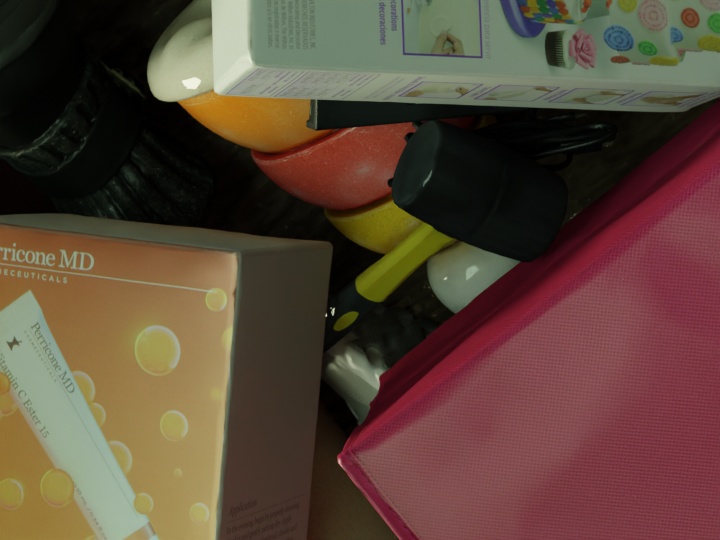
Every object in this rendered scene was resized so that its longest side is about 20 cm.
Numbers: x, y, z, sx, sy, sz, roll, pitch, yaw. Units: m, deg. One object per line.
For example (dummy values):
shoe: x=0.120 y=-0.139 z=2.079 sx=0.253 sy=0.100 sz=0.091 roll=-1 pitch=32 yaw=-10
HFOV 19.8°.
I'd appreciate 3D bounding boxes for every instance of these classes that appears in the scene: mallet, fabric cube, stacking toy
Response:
mallet: x=0.000 y=0.000 z=0.867 sx=0.066 sy=0.041 sz=0.200 roll=29 pitch=140 yaw=-26
fabric cube: x=0.135 y=0.069 z=0.807 sx=0.199 sy=0.200 sz=0.196 roll=-40 pitch=92 yaw=8
stacking toy: x=0.014 y=-0.055 z=0.909 sx=0.146 sy=0.146 sz=0.200 roll=-25 pitch=110 yaw=27

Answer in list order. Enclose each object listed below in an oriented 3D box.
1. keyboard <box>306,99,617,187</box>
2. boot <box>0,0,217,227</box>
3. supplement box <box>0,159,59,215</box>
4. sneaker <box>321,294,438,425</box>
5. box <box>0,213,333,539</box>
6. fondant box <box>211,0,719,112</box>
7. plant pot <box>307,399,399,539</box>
keyboard: x=0.078 y=-0.082 z=0.840 sx=0.199 sy=0.040 sz=0.104 roll=-7 pitch=121 yaw=-18
boot: x=-0.128 y=-0.065 z=0.905 sx=0.079 sy=0.211 sz=0.158 roll=-38 pitch=108 yaw=-2
supplement box: x=-0.286 y=-0.025 z=1.027 sx=0.197 sy=0.133 sz=0.200 roll=-36 pitch=90 yaw=28
sneaker: x=0.039 y=0.092 z=0.957 sx=0.200 sy=0.075 sz=0.082 roll=41 pitch=115 yaw=6
box: x=-0.093 y=0.082 z=0.843 sx=0.124 sy=0.097 sz=0.201 roll=6 pitch=94 yaw=21
fondant box: x=0.044 y=-0.137 z=0.784 sx=0.199 sy=0.058 sz=0.145 roll=1 pitch=82 yaw=-17
plant pot: x=-0.046 y=0.153 z=0.969 sx=0.187 sy=0.187 sz=0.200 roll=-20 pitch=84 yaw=27
